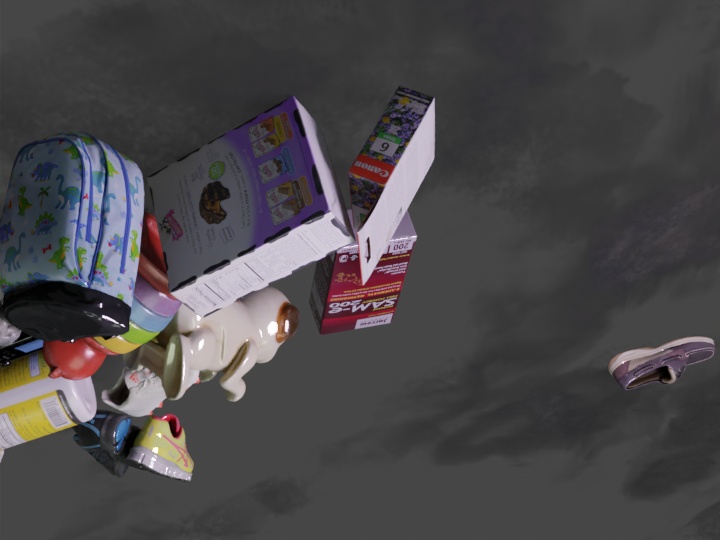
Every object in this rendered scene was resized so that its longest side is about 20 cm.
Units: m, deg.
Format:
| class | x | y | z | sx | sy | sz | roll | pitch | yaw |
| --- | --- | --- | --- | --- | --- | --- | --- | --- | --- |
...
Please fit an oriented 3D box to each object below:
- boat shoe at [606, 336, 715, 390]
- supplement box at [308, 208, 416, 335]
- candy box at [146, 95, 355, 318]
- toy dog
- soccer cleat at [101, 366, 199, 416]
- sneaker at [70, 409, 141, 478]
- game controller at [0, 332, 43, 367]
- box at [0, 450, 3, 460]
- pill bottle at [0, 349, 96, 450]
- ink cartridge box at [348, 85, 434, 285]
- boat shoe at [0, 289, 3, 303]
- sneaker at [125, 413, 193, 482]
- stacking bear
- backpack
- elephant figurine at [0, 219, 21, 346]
| class | x | y | z | sx | sy | sz | roll | pitch | yaw |
| --- | --- | --- | --- | --- | --- | --- | --- | --- | --- |
| boat shoe | 0.521 | 0.163 | 2.131 | 0.198 | 0.065 | 0.072 | -9 | 145 | -16 |
| supplement box | 0.000 | 0.000 | 1.631 | 0.108 | 0.061 | 0.201 | -9 | 147 | -15 |
| candy box | -0.124 | -0.069 | 1.366 | 0.199 | 0.169 | 0.072 | -26 | 145 | 13 |
| toy dog | -0.178 | 0.065 | 1.574 | 0.199 | 0.196 | 0.139 | 1 | -173 | -43 |
| soccer cleat | -0.277 | 0.141 | 1.698 | 0.077 | 0.070 | 0.200 | 17 | 136 | -38 |
| sneaker | -0.369 | 0.242 | 1.814 | 0.081 | 0.074 | 0.200 | 19 | 154 | 5 |
| game controller | -0.370 | 0.072 | 1.538 | 0.199 | 0.042 | 0.104 | -21 | -179 | -5 |
| box | -0.588 | 0.237 | 1.669 | 0.199 | 0.078 | 0.095 | 1 | 142 | -27 |
| pill bottle | -0.452 | 0.169 | 1.607 | 0.199 | 0.112 | 0.112 | -18 | 148 | -1 |
| ink cartridge box | 0.023 | -0.095 | 1.391 | 0.050 | 0.201 | 0.109 | 21 | 151 | 16 |
| boat shoe | -0.377 | 0.018 | 1.459 | 0.200 | 0.069 | 0.072 | -37 | 144 | 27 |
| sneaker | -0.287 | 0.262 | 1.866 | 0.078 | 0.091 | 0.200 | 15 | 168 | 7 |
| stacking bear | -0.289 | 0.047 | 1.442 | 0.200 | 0.122 | 0.114 | -41 | 106 | 13 |
| backpack | -0.298 | -0.043 | 1.294 | 0.162 | 0.201 | 0.154 | -3 | 148 | 39 |
| elephant figurine | -0.430 | -0.019 | 1.345 | 0.154 | 0.202 | 0.141 | -6 | 172 | 29 |
